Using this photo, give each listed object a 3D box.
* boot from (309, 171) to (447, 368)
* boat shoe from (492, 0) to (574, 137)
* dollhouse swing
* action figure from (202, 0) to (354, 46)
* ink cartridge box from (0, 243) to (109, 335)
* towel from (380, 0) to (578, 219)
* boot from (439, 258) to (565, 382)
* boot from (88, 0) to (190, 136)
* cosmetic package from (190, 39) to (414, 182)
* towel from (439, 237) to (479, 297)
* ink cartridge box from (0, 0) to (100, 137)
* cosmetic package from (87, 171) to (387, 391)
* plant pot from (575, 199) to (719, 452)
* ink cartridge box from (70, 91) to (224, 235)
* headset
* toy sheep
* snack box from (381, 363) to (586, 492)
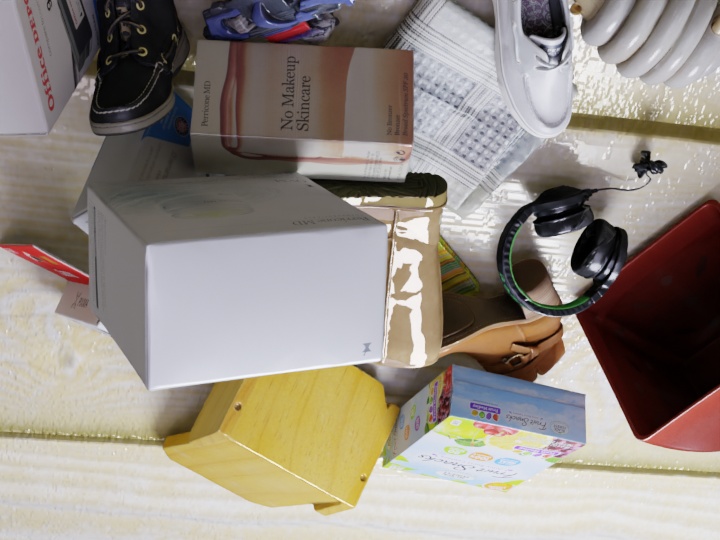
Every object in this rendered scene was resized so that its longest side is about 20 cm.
[{"bbox_3d":[0.000,0.000,1.223,0.174,0.066,0.201,7,123,5],"label":"boot"},{"bbox_3d":[0.167,-0.215,1.148,0.072,0.069,0.201,-12,111,-12],"label":"boat shoe"},{"bbox_3d":[-0.101,0.177,1.457,0.200,0.175,0.183,33,75,-26],"label":"dollhouse swing"},{"bbox_3d":[-0.061,-0.278,1.086,0.199,0.105,0.194,-3,136,27],"label":"action figure"},{"bbox_3d":[-0.273,0.030,1.237,0.176,0.200,0.045,27,80,-23],"label":"ink cartridge box"},{"bbox_3d":[0.091,-0.156,1.232,0.199,0.035,0.193,28,119,-25],"label":"towel"},{"bbox_3d":[0.137,0.085,1.378,0.199,0.074,0.155,-23,137,0],"label":"boot"},{"bbox_3d":[-0.202,-0.218,1.053,0.073,0.204,0.155,-5,123,8],"label":"boot"},{"bbox_3d":[-0.052,-0.145,1.141,0.199,0.104,0.087,1,161,-3],"label":"cosmetic package"},{"bbox_3d":[0.042,-0.022,1.336,0.086,0.018,0.200,-33,123,16],"label":"towel"},{"bbox_3d":[-0.281,-0.221,1.030,0.084,0.201,0.145,0,128,8],"label":"ink cartridge box"},{"bbox_3d":[-0.108,-0.001,1.038,0.198,0.200,0.124,-6,110,-24],"label":"cosmetic package"},{"bbox_3d":[0.386,0.083,1.358,0.200,0.201,0.176,-39,134,21],"label":"plant pot"},{"bbox_3d":[-0.161,-0.052,1.201,0.083,0.146,0.200,-24,128,33],"label":"ink cartridge box"},{"bbox_3d":[0.232,-0.041,1.284,0.124,0.094,0.200,45,85,-10],"label":"headset"},{"bbox_3d":[0.278,-0.233,1.138,0.199,0.138,0.138,29,120,-6],"label":"toy sheep"},{"bbox_3d":[0.137,0.185,1.421,0.168,0.068,0.200,13,152,-15],"label":"snack box"}]
